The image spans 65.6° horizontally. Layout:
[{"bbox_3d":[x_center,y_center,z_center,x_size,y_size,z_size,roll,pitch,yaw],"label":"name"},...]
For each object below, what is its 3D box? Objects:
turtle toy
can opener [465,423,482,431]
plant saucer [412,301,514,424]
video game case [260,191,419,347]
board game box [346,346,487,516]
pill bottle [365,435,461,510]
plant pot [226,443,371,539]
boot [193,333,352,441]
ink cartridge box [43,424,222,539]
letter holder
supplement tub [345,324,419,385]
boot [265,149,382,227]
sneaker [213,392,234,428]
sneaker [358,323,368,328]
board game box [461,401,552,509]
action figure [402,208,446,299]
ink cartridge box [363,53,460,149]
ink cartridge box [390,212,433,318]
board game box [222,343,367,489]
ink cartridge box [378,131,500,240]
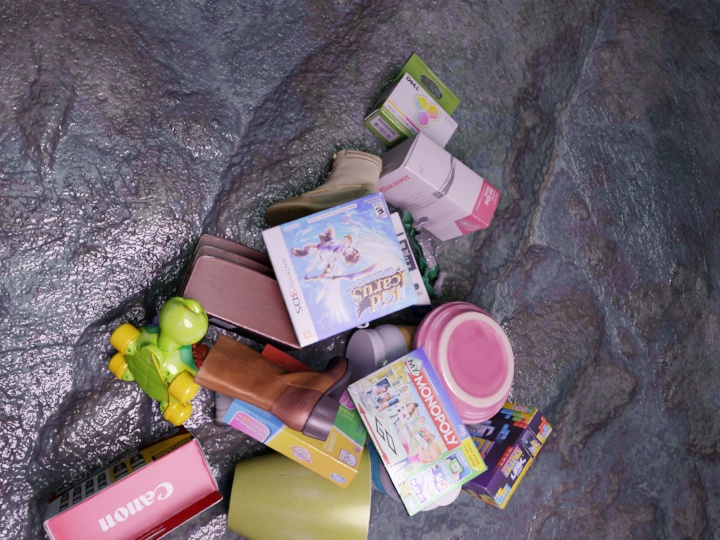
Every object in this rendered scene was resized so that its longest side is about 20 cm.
[{"bbox_3d":[-0.269,0.117,0.793,0.145,0.201,0.101,37,46,6],"label":"turtle toy"},{"bbox_3d":[0.214,0.214,1.049,0.067,0.053,0.202,40,42,-30],"label":"can opener"},{"bbox_3d":[0.179,0.148,0.919,0.198,0.051,0.203,8,72,-25],"label":"plant saucer"},{"bbox_3d":[-0.030,-0.003,0.858,0.198,0.045,0.183,-20,91,-11],"label":"video game case"},{"bbox_3d":[0.081,0.234,0.829,0.133,0.029,0.202,-26,78,-12],"label":"board game box"},{"bbox_3d":[0.082,0.327,0.926,0.109,0.199,0.112,3,83,-26],"label":"pill bottle"},{"bbox_3d":[-0.099,0.352,0.861,0.197,0.187,0.190,9,80,-8],"label":"plant pot"},{"bbox_3d":[-0.119,0.148,0.808,0.198,0.069,0.189,24,29,1],"label":"boot"},{"bbox_3d":[-0.303,0.304,0.751,0.199,0.175,0.085,-26,96,-27],"label":"ink cartridge box"},{"bbox_3d":[-0.175,0.028,0.890,0.198,0.100,0.144,25,72,-22],"label":"letter holder"},{"bbox_3d":[0.086,0.170,0.977,0.198,0.144,0.147,6,82,-26],"label":"supplement tub"},{"bbox_3d":[-0.059,-0.140,0.976,0.073,0.197,0.157,71,17,-46],"label":"boot"},{"bbox_3d":[-0.140,0.199,0.905,0.198,0.074,0.088,-1,73,-30],"label":"sneaker"},{"bbox_3d":[0.000,0.000,0.971,0.114,0.075,0.202,24,75,10],"label":"sneaker"},{"bbox_3d":[0.213,0.308,0.993,0.165,0.199,0.057,-46,108,-24],"label":"board game box"},{"bbox_3d":[0.129,-0.009,1.028,0.054,0.201,0.119,-14,50,9],"label":"action figure"},{"bbox_3d":[0.122,-0.322,1.090,0.147,0.076,0.201,39,70,-17],"label":"ink cartridge box"},{"bbox_3d":[0.070,0.001,1.013,0.039,0.099,0.202,-23,93,-20],"label":"ink cartridge box"},{"bbox_3d":[-0.085,0.211,0.834,0.198,0.041,0.153,30,27,-4],"label":"board game box"},{"bbox_3d":[0.134,-0.150,1.037,0.199,0.146,0.084,32,70,-20],"label":"ink cartridge box"}]
